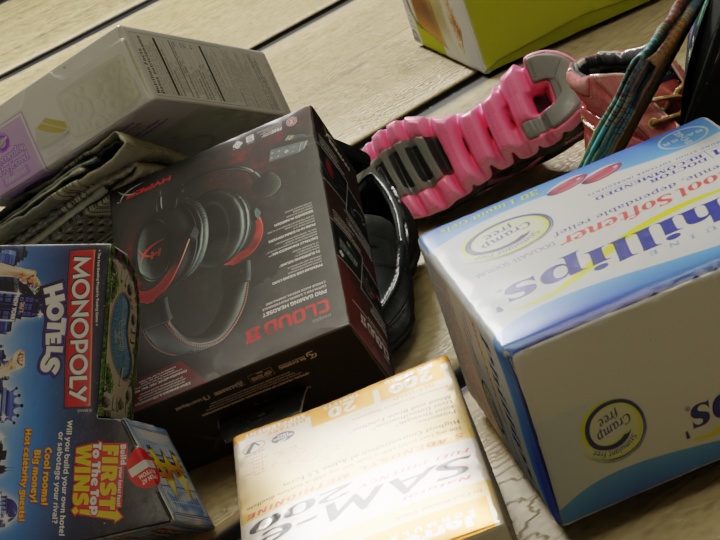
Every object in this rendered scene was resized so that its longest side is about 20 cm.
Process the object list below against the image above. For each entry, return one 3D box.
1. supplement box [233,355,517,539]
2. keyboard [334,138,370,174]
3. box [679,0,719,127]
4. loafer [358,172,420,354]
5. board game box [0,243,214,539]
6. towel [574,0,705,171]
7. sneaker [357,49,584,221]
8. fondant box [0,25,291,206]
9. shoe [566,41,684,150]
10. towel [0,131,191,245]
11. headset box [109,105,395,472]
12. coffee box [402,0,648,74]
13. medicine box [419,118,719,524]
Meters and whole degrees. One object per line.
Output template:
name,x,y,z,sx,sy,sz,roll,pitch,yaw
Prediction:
supplement box,0.009,0.128,0.992,0.125,0.074,0.200,-21,20,1
keyboard,-0.094,-0.052,1.444,0.199,0.040,0.104,-34,-30,32
box,0.286,-0.150,1.270,0.147,0.125,0.200,18,26,3
loafer,0.000,0.000,1.328,0.067,0.071,0.201,-15,23,14
board game box,-0.179,0.089,1.161,0.198,0.202,0.062,0,-10,20
towel,0.149,-0.075,1.249,0.022,0.201,0.147,29,34,6
sneaker,0.089,-0.086,1.488,0.199,0.080,0.095,-24,-16,20
fondant box,-0.155,-0.098,1.382,0.144,0.059,0.200,-30,-12,22
shoe,0.205,-0.093,1.334,0.071,0.092,0.200,-29,21,-21
towel,-0.165,-0.016,1.383,0.192,0.035,0.199,-30,-27,27
headset box,-0.067,0.018,1.237,0.147,0.075,0.201,-22,49,13
coffee box,0.135,-0.317,1.815,0.198,0.201,0.198,-24,20,-9
medicine box,0.146,0.020,1.068,0.181,0.104,0.200,-23,19,-4
